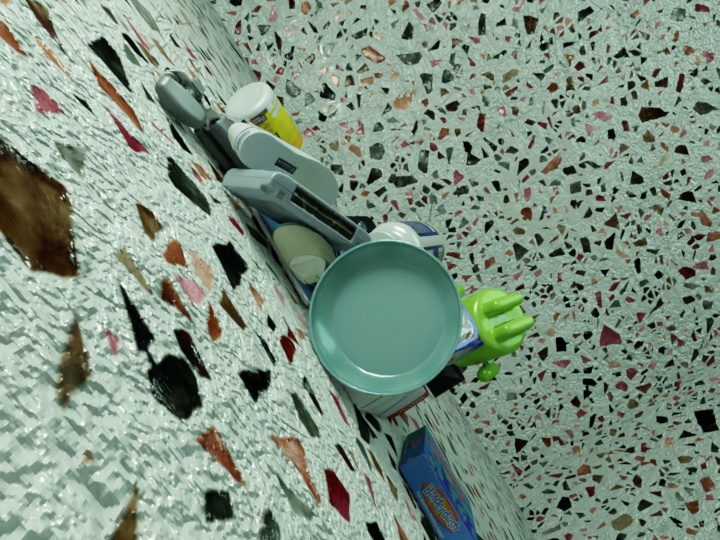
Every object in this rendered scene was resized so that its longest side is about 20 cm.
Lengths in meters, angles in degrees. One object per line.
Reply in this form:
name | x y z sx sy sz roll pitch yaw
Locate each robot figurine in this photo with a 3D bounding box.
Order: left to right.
robot figurine | 0.208 0.103 0.935 0.200 0.115 0.176 -38 -107 56

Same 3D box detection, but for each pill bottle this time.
pill bottle | -0.193 -0.293 1.138 0.200 0.109 0.109 53 7 -48
pill bottle | 0.074 -0.034 0.965 0.111 0.111 0.200 60 25 10

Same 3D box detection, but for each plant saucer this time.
plant saucer | 0.033 0.061 0.687 0.200 0.200 0.036 60 5 18

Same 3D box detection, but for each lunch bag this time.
lunch bag | 0.092 0.065 0.795 0.170 0.124 0.200 59 16 19

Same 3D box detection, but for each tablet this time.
tablet | -0.117 -0.029 0.834 0.200 0.014 0.130 59 5 9

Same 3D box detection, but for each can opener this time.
can opener | -0.207 -0.181 0.726 0.200 0.053 0.067 56 38 -40

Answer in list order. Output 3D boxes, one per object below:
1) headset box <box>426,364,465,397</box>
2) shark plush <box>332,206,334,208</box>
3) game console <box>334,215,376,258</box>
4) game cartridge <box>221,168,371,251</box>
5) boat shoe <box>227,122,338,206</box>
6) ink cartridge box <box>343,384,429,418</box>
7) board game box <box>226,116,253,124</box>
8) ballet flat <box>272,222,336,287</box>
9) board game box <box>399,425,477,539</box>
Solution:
headset box | 0.135 0.156 1.109 0.149 0.075 0.200 57 4 -6
shark plush | -0.071 -0.097 1.110 0.200 0.091 0.084 15 -62 49
game console | 0.000 0.000 0.956 0.177 0.031 0.201 -10 88 -66
game cartridge | -0.091 -0.084 0.750 0.133 0.041 0.200 9 -16 44
boat shoe | -0.111 -0.152 0.771 0.200 0.071 0.070 25 16 -48
ink cartridge box | 0.025 0.142 0.822 0.146 0.083 0.200 61 5 23
board game box | -0.166 -0.181 0.899 0.200 0.062 0.200 54 4 -15
ballet flat | -0.063 -0.001 0.781 0.070 0.069 0.200 61 9 31
board game box | 0.122 0.339 0.829 0.152 0.045 0.200 59 4 8
